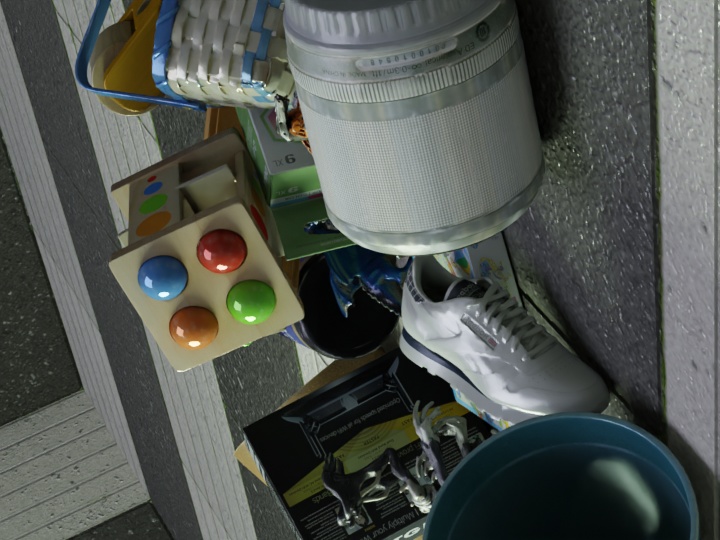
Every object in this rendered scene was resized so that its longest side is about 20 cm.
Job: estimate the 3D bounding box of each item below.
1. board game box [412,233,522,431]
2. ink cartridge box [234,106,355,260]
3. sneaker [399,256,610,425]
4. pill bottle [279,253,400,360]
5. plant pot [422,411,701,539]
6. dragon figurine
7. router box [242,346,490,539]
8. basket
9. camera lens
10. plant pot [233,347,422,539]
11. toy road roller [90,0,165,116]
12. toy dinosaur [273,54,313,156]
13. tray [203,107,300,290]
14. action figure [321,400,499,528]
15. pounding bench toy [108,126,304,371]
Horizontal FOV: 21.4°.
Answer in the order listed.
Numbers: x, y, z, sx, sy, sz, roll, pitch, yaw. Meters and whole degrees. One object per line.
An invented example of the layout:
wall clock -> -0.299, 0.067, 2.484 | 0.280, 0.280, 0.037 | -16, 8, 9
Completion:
board game box -> 0.096, 0.037, 1.589 | 0.134, 0.034, 0.201 | 33, 144, 62
ink cartridge box -> -0.042, -0.118, 1.624 | 0.059, 0.103, 0.201 | 100, 154, -63
sneaker -> 0.107, 0.056, 1.465 | 0.200, 0.076, 0.081 | 26, 126, 35
pill bottle -> -0.043, 0.019, 1.874 | 0.200, 0.112, 0.112 | 18, 131, 69
plant pot -> 0.168, 0.238, 1.397 | 0.200, 0.200, 0.188 | 51, 174, 42
dragon figurine -> 0.000, 0.000, 1.683 | 0.059, 0.099, 0.200 | 84, 175, -52
router box -> 0.015, 0.172, 1.741 | 0.158, 0.200, 0.052 | 60, 170, 23
basket -> -0.129, -0.211, 1.554 | 0.199, 0.177, 0.139 | 17, -179, 19
camera lens -> 0.038, -0.123, 1.315 | 0.160, 0.160, 0.201 | 44, 153, 53
plant pot -> 0.007, 0.198, 1.905 | 0.200, 0.186, 0.186 | 49, 162, 4
toy road roller -> -0.138, -0.208, 1.723 | 0.146, 0.200, 0.123 | 39, -169, -20
toy dinosaur -> -0.006, -0.125, 1.499 | 0.102, 0.135, 0.200 | 58, 162, 22
tray -> -0.100, -0.080, 1.772 | 0.037, 0.098, 0.201 | 128, 148, -70
action figure -> 0.070, 0.166, 1.642 | 0.119, 0.199, 0.102 | 56, -153, -66
pounding bench toy -> -0.115, 0.014, 1.637 | 0.156, 0.124, 0.200 | -100, -16, -59
